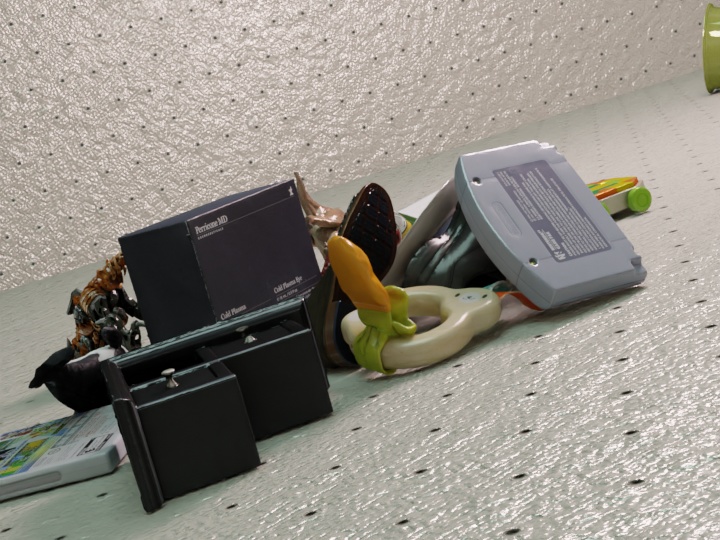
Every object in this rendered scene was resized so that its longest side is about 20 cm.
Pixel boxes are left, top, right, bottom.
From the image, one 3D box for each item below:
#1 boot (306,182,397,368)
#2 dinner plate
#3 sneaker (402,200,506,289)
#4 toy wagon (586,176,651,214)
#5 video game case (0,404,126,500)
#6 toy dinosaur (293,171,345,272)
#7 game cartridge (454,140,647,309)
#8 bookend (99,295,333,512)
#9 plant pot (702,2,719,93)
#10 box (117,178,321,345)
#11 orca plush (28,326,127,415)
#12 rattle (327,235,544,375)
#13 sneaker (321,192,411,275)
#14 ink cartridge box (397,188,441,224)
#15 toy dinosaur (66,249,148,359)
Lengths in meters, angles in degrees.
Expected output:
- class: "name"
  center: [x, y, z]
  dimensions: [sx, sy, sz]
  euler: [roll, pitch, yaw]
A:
- class: "boot"
  center: [-0.024, 0.008, 1.362]
  dimensions: [0.074, 0.202, 0.096]
  euler: [30, -31, -31]
- class: "dinner plate"
  center: [0.061, -0.016, 1.467]
  dimensions: [0.201, 0.024, 0.200]
  euler: [-53, -9, -12]
- class: "sneaker"
  center: [0.128, -0.027, 1.409]
  dimensions: [0.090, 0.076, 0.201]
  euler: [28, 69, 21]
- class: "toy wagon"
  center: [0.280, -0.078, 1.748]
  dimensions: [0.198, 0.040, 0.155]
  euler: [-20, 9, -23]
- class: "video game case"
  center: [-0.297, 0.174, 1.276]
  dimensions: [0.180, 0.022, 0.200]
  euler: [-15, 9, 8]
- class: "toy dinosaur"
  center: [-0.021, -0.037, 1.704]
  dimensions: [0.135, 0.201, 0.086]
  euler: [-21, -20, -41]
- class: "game cartridge"
  center: [0.179, -0.048, 1.321]
  dimensions: [0.131, 0.041, 0.201]
  euler: [-10, 49, -25]
- class: "bookend"
  center: [-0.109, 0.104, 1.120]
  dimensions: [0.196, 0.093, 0.200]
  euler: [-18, 9, -11]
- class: "plant pot"
  center: [0.879, -0.502, 2.987]
  dimensions: [0.187, 0.203, 0.200]
  euler: [2, 15, 24]
- class: "box"
  center: [-0.137, 0.018, 1.432]
  dimensions: [0.103, 0.185, 0.199]
  euler: [-10, 9, 34]
- class: "orca plush"
  center: [-0.263, 0.114, 1.393]
  dimensions: [0.070, 0.106, 0.200]
  euler: [23, -14, 16]
- class: "rattle"
  center: [0.072, 0.004, 1.258]
  dimensions: [0.197, 0.145, 0.130]
  euler: [-19, 9, -9]
- class: "sneaker"
  center: [0.000, 0.000, 1.514]
  dimensions: [0.201, 0.081, 0.079]
  euler: [119, 170, -52]
- class: "ink cartridge box"
  center: [0.131, -0.058, 1.716]
  dimensions: [0.103, 0.060, 0.200]
  euler: [18, 24, 23]
- class: "toy dinosaur"
  center: [-0.314, 0.056, 1.663]
  dimensions: [0.102, 0.135, 0.201]
  euler: [-40, -22, -34]
